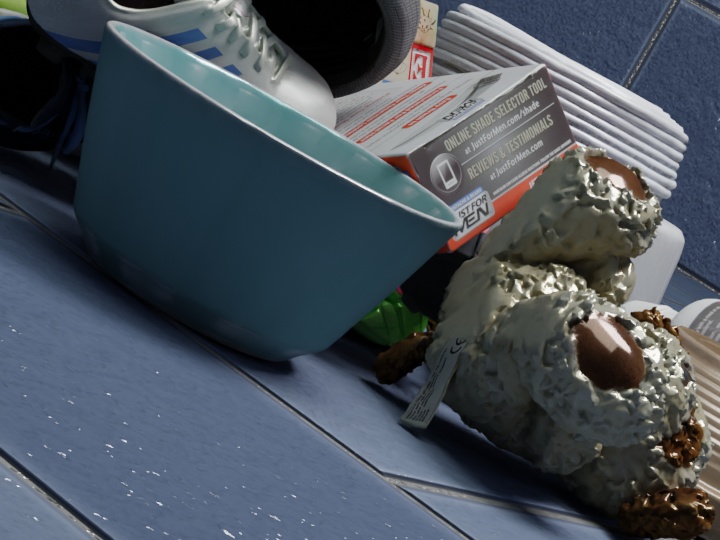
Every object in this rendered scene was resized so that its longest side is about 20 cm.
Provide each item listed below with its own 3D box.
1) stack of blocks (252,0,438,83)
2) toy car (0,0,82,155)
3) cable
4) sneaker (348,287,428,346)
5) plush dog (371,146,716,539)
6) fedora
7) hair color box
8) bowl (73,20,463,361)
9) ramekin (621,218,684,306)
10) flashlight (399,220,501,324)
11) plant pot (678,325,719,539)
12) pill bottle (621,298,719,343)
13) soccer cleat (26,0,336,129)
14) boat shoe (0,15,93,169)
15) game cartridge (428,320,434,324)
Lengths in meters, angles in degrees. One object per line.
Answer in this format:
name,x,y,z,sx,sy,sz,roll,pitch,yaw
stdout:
stack of blocks,-0.033,-0.125,1.612,0.058,0.116,0.200,4,-4,34
toy car,-0.206,-0.163,1.551,0.149,0.176,0.200,-11,-23,38
cable,0.137,-0.115,1.823,0.199,0.070,0.200,31,6,21
sneaker,0.000,0.000,1.556,0.083,0.077,0.200,-5,9,11
plush dog,0.117,0.064,1.372,0.172,0.160,0.201,42,30,-25
fedora,-0.057,-0.180,1.451,0.199,0.091,0.177,20,-35,-14
hair color box,0.014,-0.058,1.465,0.200,0.111,0.064,-3,-64,55
bowl,-0.061,-0.028,1.284,0.200,0.105,0.201,30,6,-3
ramekin,0.134,-0.025,1.870,0.200,0.098,0.200,29,5,-3
flashlight,0.060,-0.024,1.510,0.200,0.067,0.068,-52,122,-68
plant pot,0.208,0.096,1.572,0.200,0.093,0.201,29,6,-3
pill bottle,0.254,0.081,1.705,0.199,0.111,0.111,15,-3,35
soccer cleat,-0.079,-0.123,1.386,0.199,0.086,0.070,20,40,-34
boat shoe,-0.180,-0.096,1.404,0.068,0.085,0.199,4,4,36
game cartridge,0.054,0.010,1.824,0.176,0.033,0.200,23,8,-47
